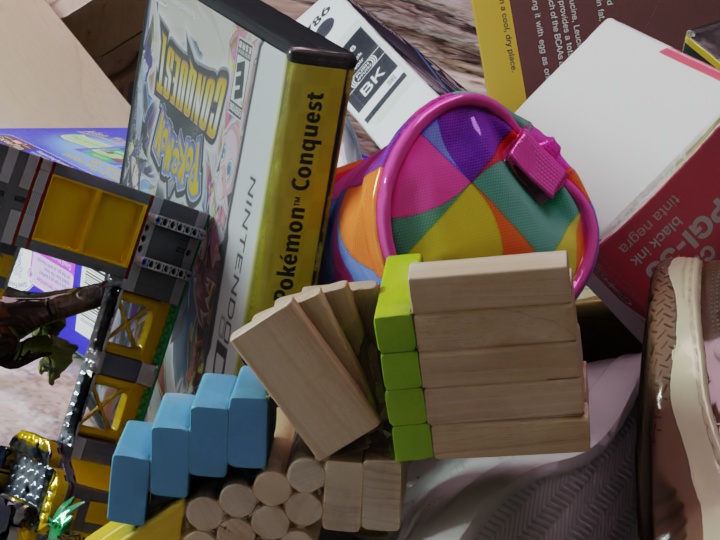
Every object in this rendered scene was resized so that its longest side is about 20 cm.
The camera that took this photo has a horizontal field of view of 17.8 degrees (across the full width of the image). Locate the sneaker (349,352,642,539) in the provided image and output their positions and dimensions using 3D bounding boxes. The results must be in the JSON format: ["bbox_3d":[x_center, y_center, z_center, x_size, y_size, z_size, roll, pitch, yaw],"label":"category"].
[{"bbox_3d":[0.028,0.088,0.754,0.115,0.074,0.200,-8,15,31],"label":"sneaker"}]

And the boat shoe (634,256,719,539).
[{"bbox_3d":[0.123,0.078,0.691,0.074,0.075,0.203,2,47,3],"label":"boat shoe"}]

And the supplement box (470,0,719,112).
[{"bbox_3d":[0.164,-0.174,1.176,0.198,0.199,0.133,-10,1,19],"label":"supplement box"}]

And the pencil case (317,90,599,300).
[{"bbox_3d":[0.008,-0.004,0.798,0.088,0.089,0.200,3,-7,-21],"label":"pencil case"}]

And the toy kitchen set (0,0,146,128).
[{"bbox_3d":[-0.202,-0.093,1.389,0.199,0.181,0.163,-34,74,-22],"label":"toy kitchen set"}]

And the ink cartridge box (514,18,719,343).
[{"bbox_3d":[0.152,0.012,0.867,0.200,0.083,0.147,45,0,-21],"label":"ink cartridge box"}]

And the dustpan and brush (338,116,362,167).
[{"bbox_3d":[0.000,0.000,0.954,0.138,0.058,0.200,4,33,-19],"label":"dustpan and brush"}]

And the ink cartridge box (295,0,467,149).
[{"bbox_3d":[0.027,-0.072,1.047,0.099,0.039,0.200,35,8,-29],"label":"ink cartridge box"}]

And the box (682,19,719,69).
[{"bbox_3d":[0.255,-0.053,0.983,0.159,0.050,0.200,-20,48,-27],"label":"box"}]

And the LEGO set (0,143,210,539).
[{"bbox_3d":[-0.154,0.008,0.768,0.199,0.155,0.115,30,7,41],"label":"LEGO set"}]

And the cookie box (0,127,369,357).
[{"bbox_3d":[-0.064,-0.013,1.072,0.199,0.076,0.171,-3,19,-37],"label":"cookie box"}]

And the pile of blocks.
[{"bbox_3d":[-0.018,0.043,0.692,0.199,0.082,0.062,-29,17,15],"label":"pile of blocks"}]

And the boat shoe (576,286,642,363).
[{"bbox_3d":[0.142,0.011,0.999,0.198,0.074,0.065,-6,37,3],"label":"boat shoe"}]

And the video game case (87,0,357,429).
[{"bbox_3d":[-0.057,-0.006,0.818,0.025,0.182,0.200,5,13,-20],"label":"video game case"}]
